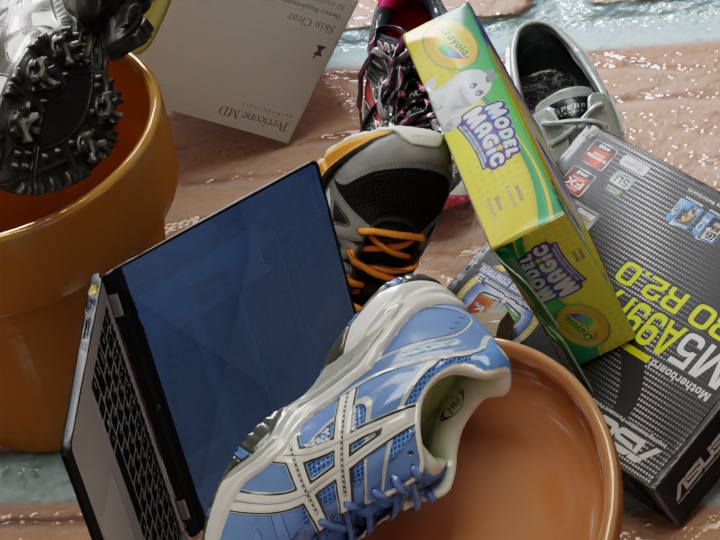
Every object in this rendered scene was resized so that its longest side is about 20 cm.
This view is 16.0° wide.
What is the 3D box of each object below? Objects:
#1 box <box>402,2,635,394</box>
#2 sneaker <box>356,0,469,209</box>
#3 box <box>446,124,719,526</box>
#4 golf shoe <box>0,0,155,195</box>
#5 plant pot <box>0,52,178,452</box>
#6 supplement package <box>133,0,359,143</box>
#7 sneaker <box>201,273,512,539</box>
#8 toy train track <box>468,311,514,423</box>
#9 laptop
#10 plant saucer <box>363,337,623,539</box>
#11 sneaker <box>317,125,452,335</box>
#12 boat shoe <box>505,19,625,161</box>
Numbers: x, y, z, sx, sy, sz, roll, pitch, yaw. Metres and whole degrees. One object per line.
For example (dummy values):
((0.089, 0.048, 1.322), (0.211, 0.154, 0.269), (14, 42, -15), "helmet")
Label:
((0.087, -0.037, 1.363), (0.048, 0.118, 0.201), (-26, 47, 9), "box")
((0.029, -0.105, 1.601), (0.080, 0.075, 0.201), (-11, 39, 4), "sneaker")
((0.148, 0.024, 1.391), (0.160, 0.044, 0.200), (-48, 46, -9), "box")
((-0.176, -0.102, 1.382), (0.094, 0.078, 0.201), (-15, 32, 27), "golf shoe")
((-0.189, -0.004, 1.459), (0.199, 0.184, 0.201), (-8, 38, 7), "plant pot")
((-0.131, -0.186, 1.642), (0.199, 0.111, 0.156), (13, 26, -32), "supplement package")
((-0.004, 0.096, 1.254), (0.077, 0.076, 0.201), (33, 87, 38), "sneaker")
((0.045, 0.101, 1.338), (0.114, 0.033, 0.201), (-4, 53, 28), "toy train track")
((-0.064, 0.084, 1.308), (0.115, 0.188, 0.201), (-8, 38, 9), "laptop")
((0.042, 0.130, 1.280), (0.199, 0.037, 0.201), (-15, 56, 23), "plant saucer")
((0.000, 0.000, 1.416), (0.078, 0.201, 0.078), (8, 46, -23), "sneaker")
((0.124, -0.080, 1.540), (0.070, 0.072, 0.201), (-15, 40, -3), "boat shoe")
